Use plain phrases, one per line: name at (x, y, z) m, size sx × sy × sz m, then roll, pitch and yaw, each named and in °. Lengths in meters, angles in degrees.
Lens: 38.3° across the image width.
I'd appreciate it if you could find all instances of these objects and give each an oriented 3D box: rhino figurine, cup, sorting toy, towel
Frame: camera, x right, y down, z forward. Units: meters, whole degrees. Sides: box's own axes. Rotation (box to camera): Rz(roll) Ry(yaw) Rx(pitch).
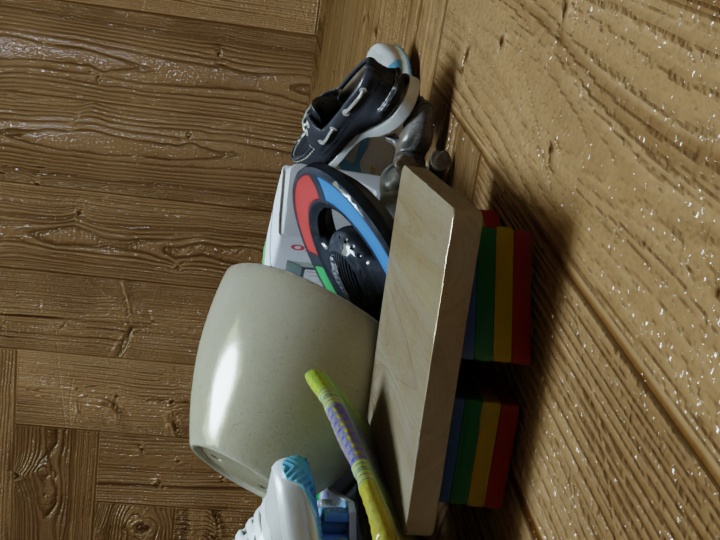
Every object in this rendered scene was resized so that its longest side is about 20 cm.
rhino figurine at (0.046, -0.075, 0.940) m, size 0.088 × 0.059 × 0.201 m, roll 118°, pitch 159°, yaw -62°
cup at (-0.064, 0.110, 0.870) m, size 0.144 × 0.199 × 0.200 m, roll -59°, pitch -2°, yaw -22°
sorting toy at (0.061, 0.044, 0.699) m, size 0.200 × 0.069 × 0.200 m, roll -114°, pitch 31°, yaw -76°
towel at (0.019, 0.168, 0.705) m, size 0.144 × 0.023 × 0.200 m, roll 60°, pitch -178°, yaw -38°

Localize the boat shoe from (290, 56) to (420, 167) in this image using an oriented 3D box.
boat shoe at (-0.022, -0.149, 1.009) m, size 0.200 × 0.060 × 0.074 m, roll -19°, pitch 49°, yaw 57°

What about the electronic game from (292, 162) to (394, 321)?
electronic game at (0.000, 0.000, 0.885) m, size 0.200 × 0.041 × 0.201 m, roll 50°, pitch 159°, yaw 27°

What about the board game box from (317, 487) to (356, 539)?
board game box at (-0.032, 0.287, 0.869) m, size 0.200 × 0.026 × 0.202 m, roll 149°, pitch 120°, yaw -78°

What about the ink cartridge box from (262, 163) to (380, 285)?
ink cartridge box at (-0.026, -0.021, 1.101) m, size 0.200 × 0.145 × 0.085 m, roll 112°, pitch 163°, yaw -64°

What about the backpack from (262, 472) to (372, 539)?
backpack at (-0.045, 0.235, 1.127) m, size 0.200 × 0.125 × 0.168 m, roll -165°, pitch 78°, yaw -85°

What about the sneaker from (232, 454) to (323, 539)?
sneaker at (-0.070, 0.225, 0.786) m, size 0.077 × 0.080 × 0.201 m, roll -103°, pitch 18°, yaw -57°

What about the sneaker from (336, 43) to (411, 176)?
sneaker at (0.012, -0.177, 1.137) m, size 0.077 × 0.080 × 0.201 m, roll 104°, pitch 169°, yaw -51°
